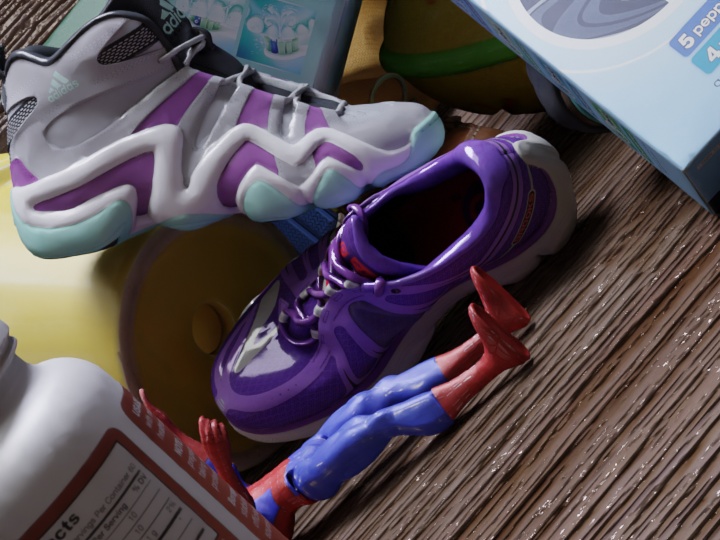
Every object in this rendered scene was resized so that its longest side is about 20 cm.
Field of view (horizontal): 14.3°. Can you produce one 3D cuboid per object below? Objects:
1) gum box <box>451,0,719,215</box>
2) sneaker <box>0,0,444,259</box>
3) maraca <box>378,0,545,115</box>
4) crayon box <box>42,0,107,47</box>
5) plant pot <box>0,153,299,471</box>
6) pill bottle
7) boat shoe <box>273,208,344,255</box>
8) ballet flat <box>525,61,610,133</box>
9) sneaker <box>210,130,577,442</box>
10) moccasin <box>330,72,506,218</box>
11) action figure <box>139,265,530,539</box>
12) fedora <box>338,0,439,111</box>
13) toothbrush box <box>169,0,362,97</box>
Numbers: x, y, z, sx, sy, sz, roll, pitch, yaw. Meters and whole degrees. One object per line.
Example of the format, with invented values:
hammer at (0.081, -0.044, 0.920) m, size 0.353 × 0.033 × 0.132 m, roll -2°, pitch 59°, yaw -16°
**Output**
gum box at (0.130, -0.145, 1.177) m, size 0.170 × 0.045 × 0.200 m, roll -46°, pitch 54°, yaw -1°
sneaker at (-0.070, -0.090, 1.285) m, size 0.200 × 0.140 × 0.078 m, roll -11°, pitch 9°, yaw 2°
maraca at (0.101, -0.137, 1.395) m, size 0.200 × 0.107 × 0.137 m, roll -16°, pitch 24°, yaw 22°
crayon box at (-0.075, -0.126, 1.687) m, size 0.173 × 0.200 × 0.058 m, roll -49°, pitch 51°, yaw 11°
plant pot at (-0.126, 0.035, 1.421) m, size 0.189 × 0.201 × 0.201 m, roll -6°, pitch 40°, yaw 48°
pill bottle at (-0.102, 0.106, 1.071) m, size 0.112 × 0.200 × 0.112 m, roll -43°, pitch 13°, yaw 12°
boat shoe at (-0.084, 0.006, 1.606) m, size 0.200 × 0.072 × 0.072 m, roll -41°, pitch 12°, yaw 21°
ballet flat at (0.142, -0.142, 1.241) m, size 0.200 × 0.073 × 0.073 m, roll -48°, pitch 13°, yaw -6°
sneaker at (0.000, 0.000, 1.273) m, size 0.200 × 0.081 × 0.083 m, roll -41°, pitch -24°, yaw 23°
moccasin at (0.023, -0.049, 1.395) m, size 0.074 × 0.078 × 0.201 m, roll -61°, pitch 14°, yaw -2°
action figure at (-0.031, 0.062, 1.223) m, size 0.200 × 0.099 × 0.065 m, roll -45°, pitch 11°, yaw 18°
fedora at (-0.019, -0.103, 1.641) m, size 0.201 × 0.201 × 0.082 m, roll -45°, pitch 53°, yaw 4°
toothbrush box at (-0.041, -0.144, 1.380) m, size 0.146 × 0.085 × 0.200 m, roll -66°, pitch -9°, yaw -70°
